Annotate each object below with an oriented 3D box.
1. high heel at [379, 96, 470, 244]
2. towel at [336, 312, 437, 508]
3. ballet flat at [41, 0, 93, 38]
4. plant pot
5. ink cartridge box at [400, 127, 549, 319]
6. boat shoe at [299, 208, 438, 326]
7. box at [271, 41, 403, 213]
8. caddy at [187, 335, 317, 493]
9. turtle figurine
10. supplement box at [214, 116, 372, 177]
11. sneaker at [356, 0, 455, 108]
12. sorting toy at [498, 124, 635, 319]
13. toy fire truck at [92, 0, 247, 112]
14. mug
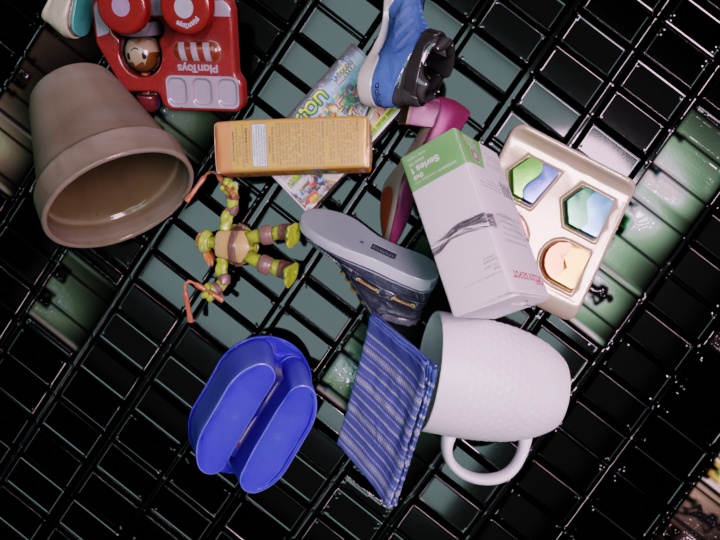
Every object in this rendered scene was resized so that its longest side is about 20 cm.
[{"bbox_3d":[0.085,-0.125,0.945,0.094,0.067,0.205,7,106,-20],"label":"high heel"},{"bbox_3d":[0.027,0.174,0.910,0.023,0.144,0.205,2,111,-35],"label":"towel"},{"bbox_3d":[-0.374,-0.415,0.960,0.068,0.069,0.204,22,94,2],"label":"ballet flat"},{"bbox_3d":[-0.336,-0.158,0.916,0.197,0.200,0.176,-31,75,5],"label":"plant pot"},{"bbox_3d":[0.140,-0.048,0.863,0.083,0.145,0.205,-24,74,27],"label":"ink cartridge box"},{"bbox_3d":[0.000,0.000,0.939,0.197,0.071,0.092,27,128,9],"label":"boat shoe"},{"bbox_3d":[-0.039,-0.187,0.959,0.110,0.035,0.200,43,95,1],"label":"box"},{"bbox_3d":[-0.142,0.188,0.952,0.140,0.105,0.203,30,94,-22],"label":"caddy"},{"bbox_3d":[-0.161,-0.022,0.959,0.157,0.064,0.206,9,90,16],"label":"turtle figurine"},{"bbox_3d":[-0.082,-0.156,0.913,0.194,0.067,0.071,-3,92,5],"label":"supplement box"},{"bbox_3d":[0.076,-0.290,0.893,0.109,0.077,0.204,11,68,27],"label":"sneaker"},{"bbox_3d":[0.242,-0.063,0.945,0.182,0.036,0.204,26,94,2],"label":"sorting toy"},{"bbox_3d":[-0.249,-0.293,0.941,0.194,0.113,0.173,1,111,5],"label":"toy fire truck"},{"bbox_3d":[0.162,0.166,0.905,0.170,0.148,0.206,10,88,-6],"label":"mug"}]
